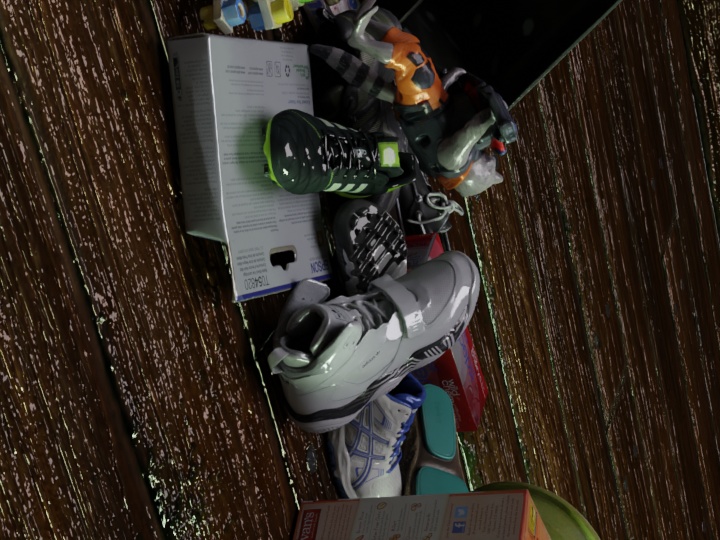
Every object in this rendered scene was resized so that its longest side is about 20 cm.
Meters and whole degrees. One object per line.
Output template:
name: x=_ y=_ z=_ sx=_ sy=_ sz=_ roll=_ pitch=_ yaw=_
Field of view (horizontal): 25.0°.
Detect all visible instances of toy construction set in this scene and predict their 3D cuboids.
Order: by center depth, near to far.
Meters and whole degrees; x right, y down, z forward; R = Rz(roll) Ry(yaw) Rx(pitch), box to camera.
toy construction set: x=-0.085 y=-0.278 z=1.261 sx=0.131 sy=0.092 sz=0.200 roll=-4 pitch=96 yaw=-71

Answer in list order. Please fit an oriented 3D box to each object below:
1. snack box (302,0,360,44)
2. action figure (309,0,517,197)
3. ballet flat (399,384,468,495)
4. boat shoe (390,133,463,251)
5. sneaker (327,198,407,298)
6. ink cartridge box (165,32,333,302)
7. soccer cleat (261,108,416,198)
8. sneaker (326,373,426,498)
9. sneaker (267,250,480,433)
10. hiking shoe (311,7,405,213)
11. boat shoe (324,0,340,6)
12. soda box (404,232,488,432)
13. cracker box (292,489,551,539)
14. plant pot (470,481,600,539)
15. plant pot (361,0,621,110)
snack box: x=-0.032 y=-0.254 z=1.473 sx=0.200 sy=0.024 sz=0.072 roll=62 pitch=29 yaw=-44
action figure: x=0.051 y=-0.145 z=1.387 sx=0.194 sy=0.105 sz=0.200 roll=53 pitch=0 yaw=-12
ballet flat: x=0.062 y=0.196 z=1.512 sx=0.070 sy=0.065 sz=0.200 roll=25 pitch=37 yaw=-19
boat shoe: x=0.063 y=-0.052 z=1.604 sx=0.074 sy=0.068 sz=0.199 roll=-29 pitch=111 yaw=-67
sneaker: x=0.000 y=0.000 z=1.413 sx=0.066 sy=0.090 sz=0.200 roll=-54 pitch=146 yaw=-18
ink cartridge box: x=-0.084 y=-0.081 z=1.275 sx=0.200 sy=0.041 sz=0.200 roll=-12 pitch=96 yaw=-69
soccer cleat: x=-0.015 y=-0.092 z=1.285 sx=0.200 sy=0.081 sz=0.068 roll=6 pitch=80 yaw=-69
sneaker: x=0.017 y=0.133 z=1.418 sx=0.075 sy=0.088 sz=0.200 roll=-66 pitch=145 yaw=-55
sneaker: x=0.010 y=0.040 z=1.307 sx=0.075 sy=0.200 sz=0.115 roll=45 pitch=-10 yaw=33
hiking shoe: x=-0.016 y=-0.134 z=1.444 sx=0.101 sy=0.076 sz=0.200 roll=-7 pitch=98 yaw=-45
boat shoe: x=-0.002 y=-0.308 z=1.443 sx=0.200 sy=0.063 sz=0.073 roll=-77 pitch=152 yaw=-45
soda box: x=0.065 y=0.064 z=1.579 sx=0.063 sy=0.070 sz=0.200 roll=-68 pitch=146 yaw=-52
cracker box: x=0.058 y=0.244 z=1.340 sx=0.134 sy=0.200 sz=0.058 roll=63 pitch=29 yaw=-43
plant pot: x=0.108 y=0.315 z=1.504 sx=0.184 sy=0.200 sz=0.201 roll=-14 pitch=98 yaw=-56
plant pot: x=0.109 y=-0.301 z=1.564 sx=0.199 sy=0.200 sz=0.177 roll=21 pitch=32 yaw=-45
